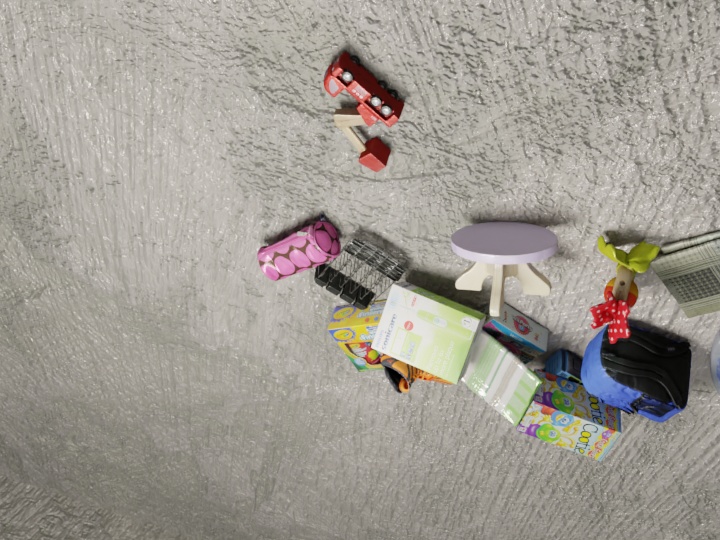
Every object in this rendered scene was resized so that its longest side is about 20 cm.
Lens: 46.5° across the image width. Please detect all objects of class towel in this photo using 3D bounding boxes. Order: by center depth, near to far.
[{"bbox_3d":[0.664,0.003,1.562,0.199,0.035,0.192,-21,129,35],"label":"towel"},{"bbox_3d":[0.281,0.222,1.781,0.200,0.031,0.150,40,134,27],"label":"towel"}]

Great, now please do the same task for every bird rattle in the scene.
[{"bbox_3d":[0.490,0.043,1.555,0.111,0.202,0.163,5,164,20],"label":"bird rattle"}]

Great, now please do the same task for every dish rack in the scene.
[{"bbox_3d":[0.000,0.000,1.797,0.152,0.055,0.200,30,137,-15],"label":"dish rack"}]

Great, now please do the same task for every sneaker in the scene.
[{"bbox_3d":[0.125,0.232,1.855,0.198,0.113,0.078,25,135,-15],"label":"sneaker"}]

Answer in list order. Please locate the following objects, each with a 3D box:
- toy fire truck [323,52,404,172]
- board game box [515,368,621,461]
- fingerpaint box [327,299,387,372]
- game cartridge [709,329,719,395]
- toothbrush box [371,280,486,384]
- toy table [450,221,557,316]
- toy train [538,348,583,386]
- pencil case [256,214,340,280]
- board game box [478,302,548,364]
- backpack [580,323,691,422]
[{"bbox_3d":[0.000,-0.277,1.481,0.199,0.049,0.141,37,138,-20],"label":"toy fire truck"},{"bbox_3d":[0.449,0.311,1.810,0.198,0.105,0.104,20,129,-1],"label":"board game box"},{"bbox_3d":[0.051,0.152,1.931,0.198,0.074,0.167,-9,133,29],"label":"fingerpaint box"},{"bbox_3d":[0.791,0.195,1.723,0.132,0.042,0.201,-5,135,21],"label":"game cartridge"},{"bbox_3d":[0.143,0.127,1.755,0.198,0.086,0.147,23,100,17],"label":"toothbrush box"},{"bbox_3d":[0.273,-0.011,1.593,0.198,0.184,0.118,11,126,28],"label":"toy table"},{"bbox_3d":[0.489,0.264,1.883,0.199,0.087,0.114,30,133,-13],"label":"toy train"},{"bbox_3d":[-0.137,-0.043,1.776,0.199,0.092,0.093,-24,155,39],"label":"pencil case"},{"bbox_3d":[0.295,0.162,1.857,0.147,0.065,0.200,30,138,-13],"label":"board game box"},{"bbox_3d":[0.557,0.216,1.738,0.198,0.164,0.168,22,144,-6],"label":"backpack"}]
